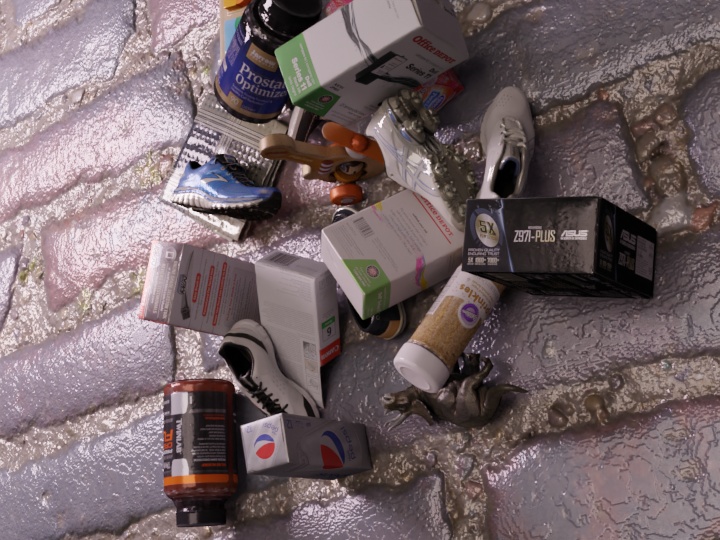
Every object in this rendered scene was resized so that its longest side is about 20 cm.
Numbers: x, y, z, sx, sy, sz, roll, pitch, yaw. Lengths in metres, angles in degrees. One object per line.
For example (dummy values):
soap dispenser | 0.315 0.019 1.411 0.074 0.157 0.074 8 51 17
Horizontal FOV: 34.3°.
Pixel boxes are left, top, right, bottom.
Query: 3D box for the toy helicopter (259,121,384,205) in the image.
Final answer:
toy helicopter | -0.045 -0.153 1.561 0.132 0.198 0.080 -22 67 46

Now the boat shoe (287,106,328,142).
boat shoe | -0.060 -0.250 1.675 0.074 0.060 0.203 -174 100 -76

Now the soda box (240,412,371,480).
soda box | -0.066 0.228 1.494 0.068 0.199 0.064 -20 69 26

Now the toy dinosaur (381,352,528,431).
toy dinosaur | 0.128 0.157 1.473 0.198 0.077 0.104 3 94 28

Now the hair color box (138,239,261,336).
hair color box | -0.213 0.032 1.632 0.063 0.199 0.112 7 83 33

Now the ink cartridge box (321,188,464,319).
ink cartridge box | 0.061 -0.035 1.514 0.198 0.068 0.118 -25 60 -17

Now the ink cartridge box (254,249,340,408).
ink cartridge box | -0.083 0.081 1.613 0.108 0.050 0.202 15 121 34

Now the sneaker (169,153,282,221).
sneaker | -0.194 -0.126 1.689 0.198 0.078 0.090 11 86 35

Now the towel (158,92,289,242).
towel | -0.203 -0.156 1.772 0.199 0.034 0.194 27 92 36

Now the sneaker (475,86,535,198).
sneaker | 0.188 -0.144 1.454 0.073 0.087 0.203 8 68 -3

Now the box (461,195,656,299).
box | 0.234 -0.024 1.351 0.162 0.199 0.087 1 82 33

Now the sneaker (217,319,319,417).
sneaker | -0.130 0.165 1.594 0.073 0.080 0.201 -37 88 22

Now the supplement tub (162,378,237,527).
supplement tub | -0.227 0.259 1.650 0.106 0.107 0.203 -11 74 31

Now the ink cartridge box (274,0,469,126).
ink cartridge box | 0.017 -0.273 1.462 0.199 0.146 0.084 -27 72 25

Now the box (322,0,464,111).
box | 0.044 -0.304 1.596 0.099 0.095 0.201 -37 63 20

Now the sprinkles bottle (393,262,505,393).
sprinkles bottle | 0.120 0.053 1.443 0.068 0.068 0.201 22 66 34

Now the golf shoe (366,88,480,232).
golf shoe | 0.081 -0.130 1.499 0.097 0.078 0.202 -34 83 45

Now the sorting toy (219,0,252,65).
sorting toy | -0.147 -0.403 1.778 0.183 0.036 0.203 -7 76 32

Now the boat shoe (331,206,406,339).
boat shoe | 0.000 0.000 1.576 0.075 0.062 0.202 -41 60 41

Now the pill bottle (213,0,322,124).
pill bottle | -0.129 -0.315 1.659 0.113 0.111 0.201 62 141 26
